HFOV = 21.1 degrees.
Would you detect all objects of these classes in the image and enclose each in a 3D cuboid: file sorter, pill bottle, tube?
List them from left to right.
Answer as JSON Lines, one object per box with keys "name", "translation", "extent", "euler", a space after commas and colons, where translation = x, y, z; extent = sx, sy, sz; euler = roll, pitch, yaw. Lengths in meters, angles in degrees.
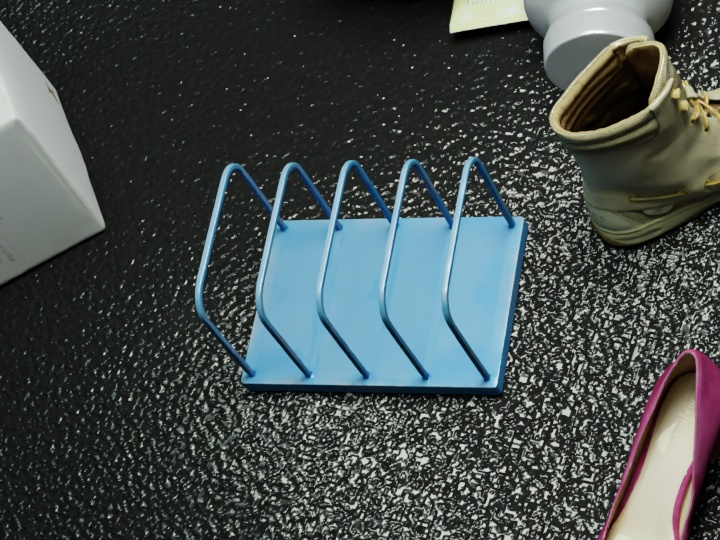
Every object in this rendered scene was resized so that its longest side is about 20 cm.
{"name": "file sorter", "translation": [0.000, 0.000, 1.376], "extent": [0.200, 0.123, 0.139], "euler": [0, 62, 22]}
{"name": "tube", "translation": [0.110, -0.281, 1.543], "extent": [0.058, 0.052, 0.200], "euler": [-35, 46, 53]}
{"name": "pill bottle", "translation": [0.177, -0.234, 1.445], "extent": [0.112, 0.112, 0.200], "euler": [-8, 58, 19]}

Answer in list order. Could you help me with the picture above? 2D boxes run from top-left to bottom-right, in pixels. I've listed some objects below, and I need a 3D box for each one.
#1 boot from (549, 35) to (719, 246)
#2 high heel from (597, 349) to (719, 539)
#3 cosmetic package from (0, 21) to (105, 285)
{"name": "boot", "translation": [0.232, -0.112, 1.323], "extent": [0.200, 0.155, 0.073], "euler": [-28, 54, 5]}
{"name": "high heel", "translation": [0.184, 0.149, 1.226], "extent": [0.067, 0.096, 0.200], "euler": [23, 72, 31]}
{"name": "cosmetic package", "translation": [-0.343, -0.087, 1.543], "extent": [0.200, 0.166, 0.167], "euler": [-29, 54, 4]}
